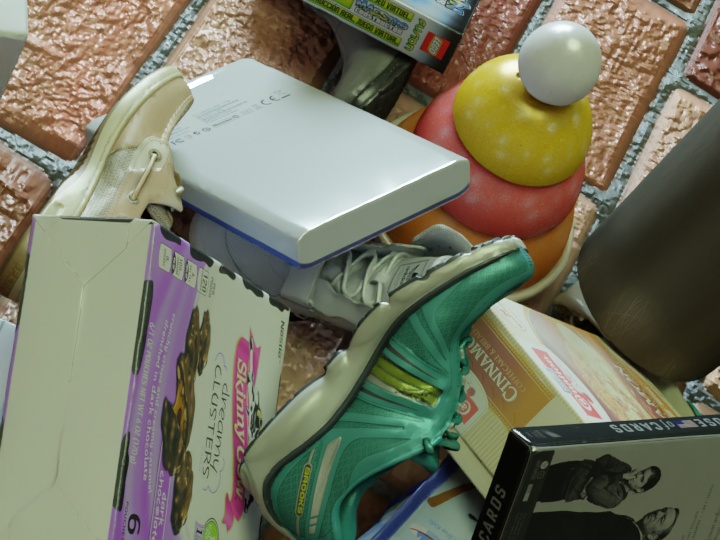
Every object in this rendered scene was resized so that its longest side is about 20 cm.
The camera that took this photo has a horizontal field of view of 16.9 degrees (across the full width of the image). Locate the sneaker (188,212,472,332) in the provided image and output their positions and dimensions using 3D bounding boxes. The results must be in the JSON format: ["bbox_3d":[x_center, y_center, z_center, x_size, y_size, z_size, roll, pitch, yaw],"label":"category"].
[{"bbox_3d":[0.000,0.000,1.422,0.200,0.115,0.075,28,68,-7],"label":"sneaker"}]

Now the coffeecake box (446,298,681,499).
[{"bbox_3d":[0.125,0.100,1.365,0.154,0.073,0.200,52,16,28],"label":"coffeecake box"}]

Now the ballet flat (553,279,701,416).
[{"bbox_3d":[0.175,0.087,1.492,0.069,0.069,0.200,-9,62,-28],"label":"ballet flat"}]

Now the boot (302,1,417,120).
[{"bbox_3d":[-0.019,-0.168,1.567,0.132,0.070,0.200,30,41,0],"label":"boot"}]

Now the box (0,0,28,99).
[{"bbox_3d":[-0.284,-0.197,1.433,0.152,0.106,0.200,7,57,-20],"label":"box"}]

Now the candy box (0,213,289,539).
[{"bbox_3d":[-0.110,0.076,1.251,0.071,0.200,0.168,3,78,19],"label":"candy box"}]

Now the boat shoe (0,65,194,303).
[{"bbox_3d":[-0.135,-0.039,1.358,0.064,0.071,0.200,33,47,-3],"label":"boat shoe"}]

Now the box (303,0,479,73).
[{"bbox_3d":[0.037,-0.215,1.566,0.110,0.035,0.200,27,40,-2],"label":"box"}]

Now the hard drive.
[{"bbox_3d":[-0.051,-0.067,1.436,0.132,0.025,0.200,-26,37,-34],"label":"hard drive"}]

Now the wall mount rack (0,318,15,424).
[{"bbox_3d":[-0.195,0.069,1.324,0.200,0.075,0.174,24,54,-8],"label":"wall mount rack"}]

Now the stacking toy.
[{"bbox_3d":[0.097,-0.082,1.470,0.146,0.200,0.146,11,56,-18],"label":"stacking toy"}]

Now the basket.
[{"bbox_3d":[0.231,-0.033,1.423,0.136,0.200,0.180,52,38,9],"label":"basket"}]

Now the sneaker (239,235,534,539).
[{"bbox_3d":[0.026,0.065,1.274,0.080,0.200,0.078,43,8,16],"label":"sneaker"}]

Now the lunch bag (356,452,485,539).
[{"bbox_3d":[0.038,0.224,1.298,0.170,0.124,0.200,45,55,4],"label":"lunch bag"}]

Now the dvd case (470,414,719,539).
[{"bbox_3d":[0.137,0.143,1.242,0.200,0.150,0.025,-1,29,-36],"label":"dvd case"}]
